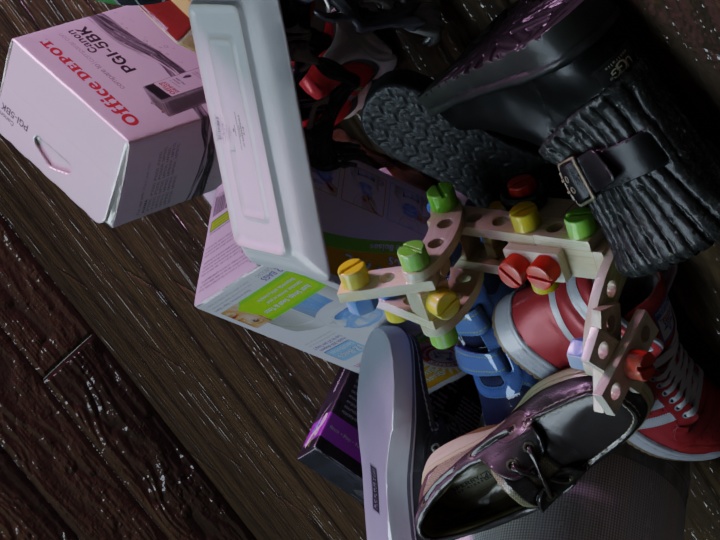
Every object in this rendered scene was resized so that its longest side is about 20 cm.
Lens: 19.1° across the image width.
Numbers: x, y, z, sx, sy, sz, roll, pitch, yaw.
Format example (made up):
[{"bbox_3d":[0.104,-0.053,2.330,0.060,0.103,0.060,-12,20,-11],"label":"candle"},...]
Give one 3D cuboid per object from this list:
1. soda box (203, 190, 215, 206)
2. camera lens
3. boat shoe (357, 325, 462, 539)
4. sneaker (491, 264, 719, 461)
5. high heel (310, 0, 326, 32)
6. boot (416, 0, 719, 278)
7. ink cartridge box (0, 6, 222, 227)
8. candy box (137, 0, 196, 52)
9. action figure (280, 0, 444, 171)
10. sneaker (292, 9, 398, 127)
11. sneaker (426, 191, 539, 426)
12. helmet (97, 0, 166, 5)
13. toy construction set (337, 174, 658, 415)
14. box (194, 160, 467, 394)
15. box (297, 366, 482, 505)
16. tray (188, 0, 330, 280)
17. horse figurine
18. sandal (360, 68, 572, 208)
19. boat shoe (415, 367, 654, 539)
[{"bbox_3d":[-0.089,-0.083,1.735,0.200,0.063,0.068,53,131,39],"label":"soda box"},{"bbox_3d":[0.148,0.183,1.506,0.159,0.201,0.160,9,148,6],"label":"camera lens"},{"bbox_3d":[0.041,0.131,1.502,0.070,0.066,0.201,-146,50,-64],"label":"boat shoe"},{"bbox_3d":[0.194,0.055,1.376,0.199,0.072,0.112,28,144,-23],"label":"sneaker"},{"bbox_3d":[-0.095,-0.231,1.448,0.200,0.067,0.096,54,156,-5],"label":"high heel"},{"bbox_3d":[0.124,-0.072,1.217,0.158,0.079,0.211,50,166,-12],"label":"boot"},{"bbox_3d":[-0.155,-0.130,1.634,0.147,0.199,0.083,40,132,25],"label":"ink cartridge box"},{"bbox_3d":[-0.124,-0.205,1.526,0.115,0.055,0.200,45,-174,10],"label":"candy box"},{"bbox_3d":[-0.016,-0.168,1.345,0.119,0.102,0.201,51,142,36],"label":"action figure"},{"bbox_3d":[-0.039,-0.134,1.530,0.077,0.085,0.200,48,166,0],"label":"sneaker"},{"bbox_3d":[0.085,0.030,1.437,0.074,0.082,0.201,-1,98,55],"label":"sneaker"},{"bbox_3d":[-0.144,-0.255,1.299,0.190,0.200,0.200,34,163,20],"label":"helmet"},{"bbox_3d":[0.097,0.006,1.277,0.199,0.131,0.093,22,138,30],"label":"toy construction set"},{"bbox_3d":[0.000,0.000,1.520,0.199,0.102,0.112,24,148,-26],"label":"box"},{"bbox_3d":[0.051,0.097,1.610,0.143,0.201,0.036,36,146,-13],"label":"box"},{"bbox_3d":[-0.071,-0.092,1.360,0.107,0.022,0.201,14,118,59],"label":"tray"},{"bbox_3d":[0.013,-0.065,1.586,0.132,0.050,0.200,25,165,-31],"label":"horse figurine"},{"bbox_3d":[0.094,-0.070,1.348,0.200,0.048,0.075,34,132,-13],"label":"sandal"},{"bbox_3d":[0.111,0.126,1.383,0.073,0.065,0.200,38,134,-15],"label":"boat shoe"}]
